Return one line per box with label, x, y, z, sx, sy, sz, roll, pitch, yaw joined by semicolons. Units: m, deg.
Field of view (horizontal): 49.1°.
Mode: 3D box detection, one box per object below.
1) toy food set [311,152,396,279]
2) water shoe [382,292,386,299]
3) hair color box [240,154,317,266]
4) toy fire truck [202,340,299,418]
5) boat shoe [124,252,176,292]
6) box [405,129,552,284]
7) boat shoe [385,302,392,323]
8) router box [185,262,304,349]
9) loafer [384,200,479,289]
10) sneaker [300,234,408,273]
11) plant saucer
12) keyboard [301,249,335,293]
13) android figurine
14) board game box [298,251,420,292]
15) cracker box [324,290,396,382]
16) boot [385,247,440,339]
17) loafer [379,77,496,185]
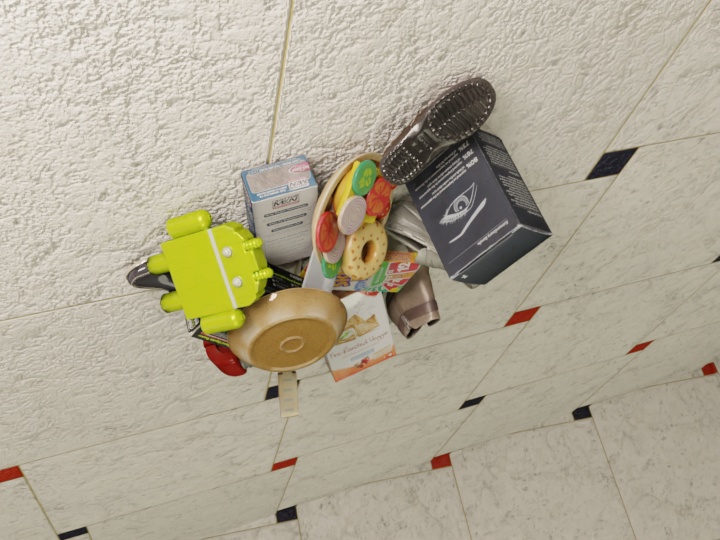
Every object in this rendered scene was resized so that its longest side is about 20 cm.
toy food set;-0.005;-0.081;1.196;0.197;0.048;0.202;5;109;-59
water shoe;-0.041;0.078;1.534;0.200;0.072;0.079;-44;141;5
hair color box;-0.119;-0.084;1.196;0.099;0.061;0.200;-17;155;-12
toy fire truck;-0.183;0.161;1.431;0.174;0.202;0.129;-15;150;4
boat shoe;-0.273;0.013;1.261;0.198;0.063;0.073;-4;150;-32
box;0.180;-0.100;1.234;0.148;0.201;0.104;-38;151;32
boat shoe;0.009;0.094;1.637;0.199;0.074;0.060;-32;-161;-15
router box;-0.159;0.066;1.277;0.150;0.062;0.199;-42;136;23
loafer;0.118;-0.033;1.324;0.070;0.200;0.070;-46;166;-14
sneaker;-0.014;-0.015;1.408;0.198;0.076;0.085;-5;157;-18
plant saucer;-0.112;0.107;1.265;0.198;0.036;0.201;-12;140;-10
keyboard;-0.043;-0.054;1.238;0.056;0.011;0.202;10;103;-33
android figurine;-0.219;0.001;1.158;0.198;0.184;0.041;-11;-169;24
board game box;0.000;0.000;1.336;0.198;0.030;0.096;5;145;-28
cracker box;-0.016;0.103;1.479;0.133;0.058;0.201;-23;131;-9
boot;0.114;0.031;1.496;0.070;0.147;0.200;-5;150;-35
loafer;0.104;-0.210;1.141;0.199;0.071;0.073;-36;112;11
